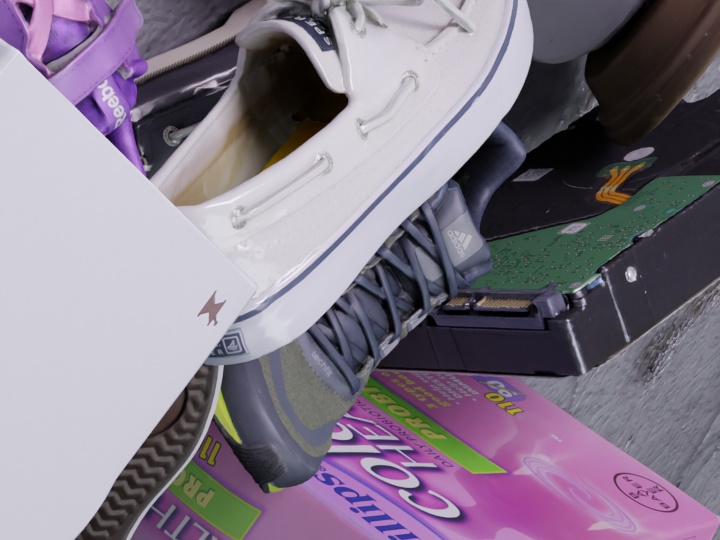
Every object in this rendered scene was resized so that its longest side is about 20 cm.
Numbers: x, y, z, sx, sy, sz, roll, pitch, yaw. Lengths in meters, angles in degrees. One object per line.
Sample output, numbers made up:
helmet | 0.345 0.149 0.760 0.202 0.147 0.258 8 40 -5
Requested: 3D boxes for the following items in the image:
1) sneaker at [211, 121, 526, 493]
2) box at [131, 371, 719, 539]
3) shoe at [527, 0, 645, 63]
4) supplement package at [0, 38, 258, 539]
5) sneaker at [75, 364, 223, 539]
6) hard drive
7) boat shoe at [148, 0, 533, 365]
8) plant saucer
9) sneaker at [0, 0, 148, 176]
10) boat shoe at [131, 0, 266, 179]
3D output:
sneaker | 0.000 0.000 1.033 0.074 0.081 0.200 56 37 -28
box | 0.009 0.103 1.122 0.200 0.176 0.097 -7 126 -54
shoe | 0.117 -0.174 1.111 0.091 0.071 0.200 -33 152 -51
supplement package | -0.165 -0.011 0.710 0.152 0.200 0.151 -53 152 -6
sneaker | -0.107 0.057 0.991 0.073 0.085 0.200 9 123 -26
hard drive | 0.097 -0.018 1.133 0.200 0.140 0.038 -33 111 -37
boat shoe | -0.013 -0.064 0.930 0.202 0.075 0.086 -49 131 -37
plant saucer | 0.145 -0.141 1.141 0.200 0.029 0.200 -58 -173 11
sneaker | -0.104 -0.081 0.851 0.080 0.088 0.200 -39 146 -26
boat shoe | -0.054 -0.036 0.999 0.200 0.063 0.073 -38 150 -28
